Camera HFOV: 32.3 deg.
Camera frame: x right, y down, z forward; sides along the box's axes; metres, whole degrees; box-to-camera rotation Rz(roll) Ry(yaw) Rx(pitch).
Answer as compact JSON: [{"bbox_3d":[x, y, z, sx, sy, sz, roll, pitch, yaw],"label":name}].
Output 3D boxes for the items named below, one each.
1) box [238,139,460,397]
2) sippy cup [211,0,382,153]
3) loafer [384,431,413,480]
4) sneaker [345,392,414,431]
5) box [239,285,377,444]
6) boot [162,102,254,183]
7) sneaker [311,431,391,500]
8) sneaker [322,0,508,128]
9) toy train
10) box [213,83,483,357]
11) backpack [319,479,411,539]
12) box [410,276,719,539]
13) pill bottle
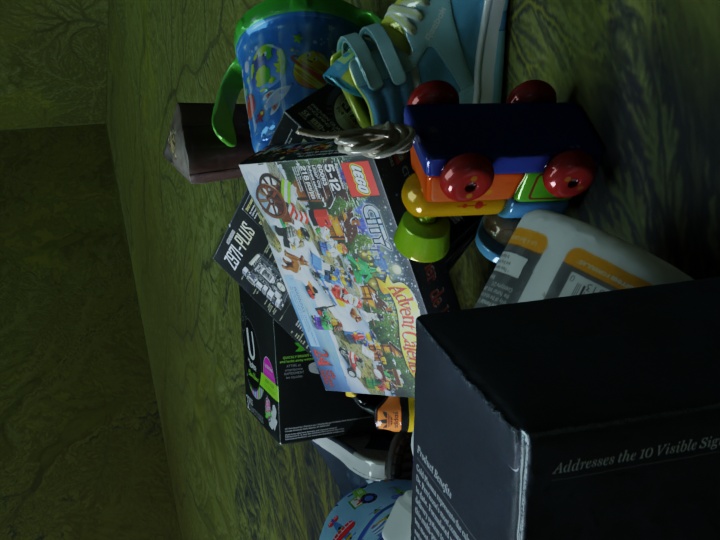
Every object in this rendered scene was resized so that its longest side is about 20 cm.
[{"bbox_3d":[0.000,0.000,0.927,0.136,0.038,0.201,0,118,43],"label":"box"},{"bbox_3d":[-0.050,-0.163,1.148,0.178,0.139,0.131,134,140,-56],"label":"sippy cup"},{"bbox_3d":[0.056,0.235,1.085,0.071,0.073,0.201,149,114,-70],"label":"loafer"},{"bbox_3d":[0.021,0.084,1.119,0.200,0.090,0.070,-131,39,-62],"label":"sneaker"},{"bbox_3d":[-0.051,0.058,1.291,0.148,0.124,0.201,-155,61,-69],"label":"box"},{"bbox_3d":[-0.108,-0.170,1.266,0.064,0.199,0.187,100,158,-52],"label":"boot"},{"bbox_3d":[-0.007,0.234,1.288,0.202,0.077,0.147,-149,57,-68],"label":"sneaker"},{"bbox_3d":[0.036,-0.186,0.906,0.080,0.130,0.201,-140,47,-68],"label":"sneaker"},{"bbox_3d":[0.044,-0.052,0.795,0.116,0.199,0.085,106,152,-45],"label":"toy train"},{"bbox_3d":[-0.011,-0.030,1.012,0.164,0.086,0.200,43,139,9],"label":"box"},{"bbox_3d":[0.054,0.263,0.948,0.134,0.182,0.201,166,110,-65],"label":"backpack"},{"bbox_3d":[0.133,0.120,0.570,0.124,0.199,0.197,-130,38,-61],"label":"box"},{"bbox_3d":[0.098,0.077,0.681,0.201,0.116,0.116,-63,20,0],"label":"pill bottle"}]
